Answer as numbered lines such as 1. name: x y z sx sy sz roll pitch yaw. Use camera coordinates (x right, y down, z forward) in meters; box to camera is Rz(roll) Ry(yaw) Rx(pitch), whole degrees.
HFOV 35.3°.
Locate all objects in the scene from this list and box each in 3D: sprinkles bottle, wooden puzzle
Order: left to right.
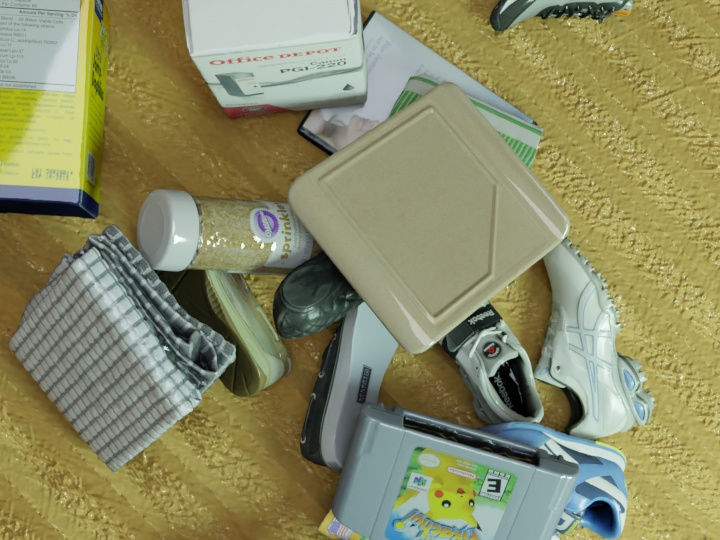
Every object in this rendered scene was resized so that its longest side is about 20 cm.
1. sprinkles bottle: -0.099 -0.030 1.015 0.198 0.068 0.070 3 85 -39
2. wooden puzzle: 0.061 -0.049 1.003 0.199 0.037 0.186 -36 80 -21

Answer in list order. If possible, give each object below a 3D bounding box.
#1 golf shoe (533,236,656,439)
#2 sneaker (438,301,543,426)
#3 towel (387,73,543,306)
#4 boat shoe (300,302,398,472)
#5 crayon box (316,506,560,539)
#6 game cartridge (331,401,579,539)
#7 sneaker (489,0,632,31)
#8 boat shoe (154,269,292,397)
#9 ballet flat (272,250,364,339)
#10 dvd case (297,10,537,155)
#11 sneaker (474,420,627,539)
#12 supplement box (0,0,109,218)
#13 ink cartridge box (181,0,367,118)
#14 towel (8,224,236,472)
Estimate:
1. golf shoe: 0.203 0.066 1.083 0.096 0.078 0.203 -23 87 -1
2. sneaker: 0.113 0.063 1.063 0.074 0.088 0.201 -35 90 -14
3. towel: 0.080 -0.081 1.052 0.151 0.023 0.202 24 62 -4
4. boat shoe: -0.011 0.087 1.063 0.068 0.056 0.203 34 64 -41
5. crayon box: 0.071 0.245 1.067 0.199 0.052 0.127 35 84 -3
6. game cartridge: 0.079 0.199 0.996 0.197 0.041 0.135 16 121 -1
7. sneaker: 0.220 -0.276 1.108 0.198 0.074 0.080 -24 94 -7
8. boat shoe: -0.132 0.018 1.062 0.063 0.073 0.202 -26 83 -50
9. ballet flat: 0.000 0.000 1.034 0.198 0.057 0.067 -25 67 -29
10. dvd case: 0.056 -0.140 1.109 0.198 0.018 0.144 33 83 -3
11. sneaker: 0.166 0.194 1.036 0.197 0.074 0.083 13 53 -20
12. supplement box: -0.293 -0.156 1.030 0.107 0.110 0.204 3 86 -5
13. ink cartridge box: -0.069 -0.206 0.999 0.143 0.200 0.086 -6 81 2
14. towel: -0.210 0.069 0.985 0.166 0.200 0.085 52 49 1
